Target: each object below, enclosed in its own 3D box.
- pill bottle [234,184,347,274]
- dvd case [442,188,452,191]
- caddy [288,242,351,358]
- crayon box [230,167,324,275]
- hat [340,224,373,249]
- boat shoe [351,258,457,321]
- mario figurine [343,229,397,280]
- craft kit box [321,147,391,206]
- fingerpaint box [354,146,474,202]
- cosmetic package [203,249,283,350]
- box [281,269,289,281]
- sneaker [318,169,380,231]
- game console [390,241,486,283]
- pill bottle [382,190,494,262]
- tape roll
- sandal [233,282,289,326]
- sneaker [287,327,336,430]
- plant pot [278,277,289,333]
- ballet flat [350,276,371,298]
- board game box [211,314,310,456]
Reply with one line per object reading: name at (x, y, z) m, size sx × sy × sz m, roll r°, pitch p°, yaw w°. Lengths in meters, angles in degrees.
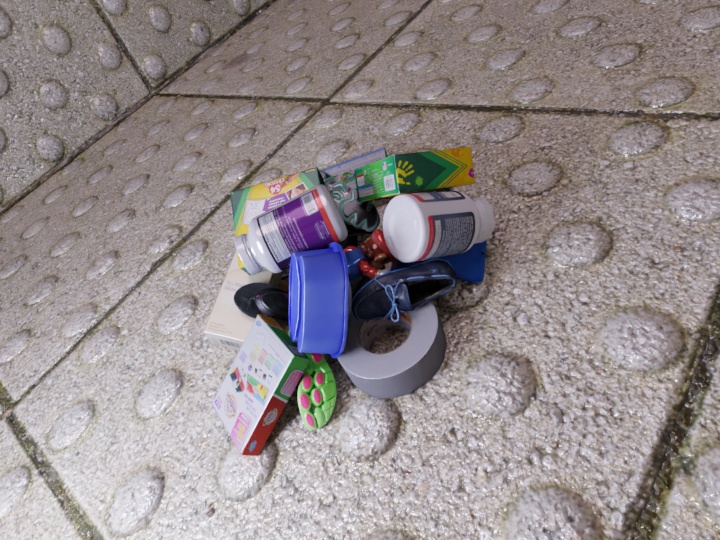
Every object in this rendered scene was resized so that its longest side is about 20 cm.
pill bottle at (-0.130, -0.070, 0.963) m, size 0.197 × 0.113 × 0.113 m, roll -26°, pitch 40°, yaw 2°
dvd case at (0.148, -0.154, 1.217) m, size 0.140 × 0.018 × 0.202 m, roll -11°, pitch 44°, yaw 20°
caddy at (-0.064, 0.053, 0.903) m, size 0.103 × 0.205 × 0.141 m, roll -1°, pitch 8°, yaw -20°
crayon box at (-0.161, -0.101, 1.068) m, size 0.196 × 0.058 × 0.176 m, roll -15°, pitch 69°, yaw 6°
hat at (-0.058, -0.064, 1.173) m, size 0.196 × 0.083 × 0.201 m, roll 3°, pitch 18°, yaw -1°
boat shoe at (0.075, 0.035, 0.911) m, size 0.198 × 0.085 × 0.069 m, roll -29°, pitch 29°, yaw 2°
mario figurine at (0.000, 0.000, 1.028) m, size 0.197 × 0.106 × 0.125 m, roll -23°, pitch 75°, yaw -4°
craft kit box at (-0.014, -0.228, 1.363) m, size 0.196 × 0.049 × 0.200 m, roll -17°, pitch 39°, yaw 13°
fingerpaint box at (0.100, -0.187, 1.016) m, size 0.164 × 0.075 × 0.199 m, roll -10°, pitch 6°, yaw -20°
cosmetic package at (-0.242, 0.061, 1.088) m, size 0.101 × 0.073 × 0.203 m, roll 10°, pitch 63°, yaw 7°
box at (-0.193, -0.073, 1.254) m, size 0.146 × 0.108 × 0.202 m, roll -15°, pitch 41°, yaw 15°
sneaker at (-0.032, -0.141, 1.168) m, size 0.199 × 0.140 × 0.078 m, roll 39°, pitch 83°, yaw 15°
game console at (0.164, -0.050, 1.087) m, size 0.170 × 0.117 × 0.203 m, roll -31°, pitch 35°, yaw 46°
pill bottle at (0.151, -0.086, 0.960) m, size 0.197 × 0.122 × 0.119 m, roll -9°, pitch 29°, yaw -34°
tape roll at (0.054, 0.128, 0.943) m, size 0.197 × 0.067 × 0.203 m, roll -15°, pitch 43°, yaw 14°
sandal at (-0.155, 0.070, 1.025) m, size 0.197 × 0.048 × 0.076 m, roll 19°, pitch 62°, yaw -3°
sneaker at (-0.092, 0.197, 0.957) m, size 0.075 × 0.084 × 0.203 m, roll -3°, pitch 55°, yaw -15°
plant pot at (-0.148, 0.091, 1.123) m, size 0.196 × 0.028 × 0.202 m, roll -16°, pitch 43°, yaw 15°
ballet flat at (-0.035, 0.065, 1.051) m, size 0.063 × 0.068 × 0.201 m, roll 16°, pitch 48°, yaw 17°
board game box at (-0.188, 0.206, 0.947) m, size 0.153 × 0.040 × 0.202 m, roll 36°, pitch 99°, yaw 47°
